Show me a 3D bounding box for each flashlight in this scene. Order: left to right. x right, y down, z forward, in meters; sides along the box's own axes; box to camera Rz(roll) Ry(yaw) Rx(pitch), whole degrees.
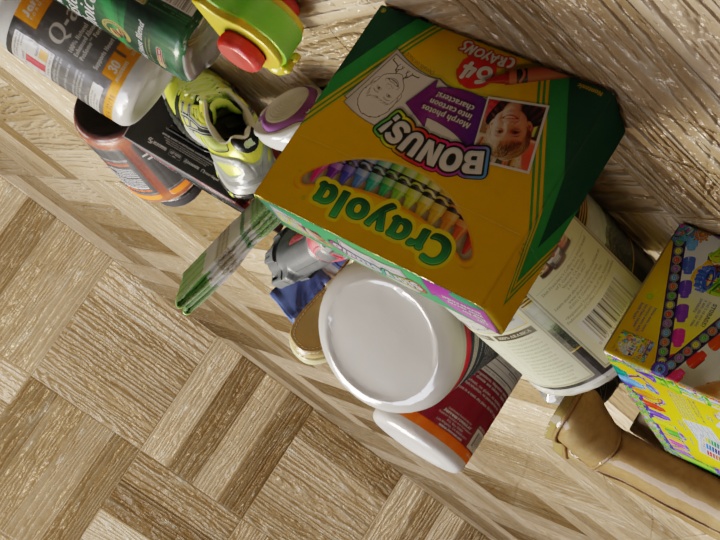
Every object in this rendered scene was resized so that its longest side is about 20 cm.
[{"bbox_3d":[-0.036,-0.033,1.256,0.068,0.068,0.200,72,160,1],"label":"flashlight"}]

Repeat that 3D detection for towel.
[{"bbox_3d":[-0.104,-0.043,1.344,0.031,0.200,0.149,44,-174,-10],"label":"towel"}]

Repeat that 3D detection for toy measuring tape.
[{"bbox_3d":[-0.096,-0.213,1.061,0.073,0.074,0.200,25,166,35],"label":"toy measuring tape"}]

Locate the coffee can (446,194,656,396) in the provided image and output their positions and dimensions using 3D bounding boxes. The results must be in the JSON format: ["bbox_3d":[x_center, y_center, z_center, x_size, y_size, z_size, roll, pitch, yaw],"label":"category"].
[{"bbox_3d":[0.125,-0.013,1.073,0.200,0.147,0.146,41,166,-30],"label":"coffee can"}]

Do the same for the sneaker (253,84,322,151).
[{"bbox_3d":[-0.024,-0.110,1.223,0.200,0.075,0.100,20,149,50],"label":"sneaker"}]

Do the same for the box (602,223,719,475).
[{"bbox_3d":[0.319,0.091,1.033,0.192,0.122,0.200,25,164,37],"label":"box"}]

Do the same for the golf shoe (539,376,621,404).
[{"bbox_3d":[0.212,0.087,1.372,0.078,0.095,0.200,23,163,44],"label":"golf shoe"}]

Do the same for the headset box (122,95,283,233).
[{"bbox_3d":[-0.155,-0.123,1.474,0.149,0.077,0.200,30,179,14],"label":"headset box"}]

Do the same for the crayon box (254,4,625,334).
[{"bbox_3d":[0.054,-0.076,0.952,0.200,0.173,0.058,26,166,29],"label":"crayon box"}]

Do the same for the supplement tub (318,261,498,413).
[{"bbox_3d":[0.067,0.032,1.218,0.140,0.141,0.200,29,-151,21],"label":"supplement tub"}]

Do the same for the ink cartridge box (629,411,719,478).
[{"bbox_3d":[0.370,0.164,1.301,0.200,0.075,0.165,31,169,11],"label":"ink cartridge box"}]

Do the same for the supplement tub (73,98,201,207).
[{"bbox_3d":[-0.256,-0.151,1.628,0.107,0.107,0.200,27,166,27],"label":"supplement tub"}]

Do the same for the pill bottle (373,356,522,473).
[{"bbox_3d":[0.110,0.103,1.438,0.113,0.200,0.113,32,168,8],"label":"pill bottle"}]

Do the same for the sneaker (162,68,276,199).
[{"bbox_3d":[-0.138,-0.158,1.342,0.200,0.075,0.077,49,157,36],"label":"sneaker"}]

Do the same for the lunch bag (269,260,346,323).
[{"bbox_3d":[-0.004,0.034,1.643,0.200,0.132,0.136,39,-177,-27],"label":"lunch bag"}]

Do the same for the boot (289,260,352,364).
[{"bbox_3d":[0.000,0.000,1.344,0.073,0.200,0.156,50,173,21],"label":"boot"}]

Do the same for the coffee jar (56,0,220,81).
[{"bbox_3d":[-0.208,-0.251,1.163,0.200,0.085,0.104,33,168,7],"label":"coffee jar"}]

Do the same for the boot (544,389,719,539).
[{"bbox_3d":[0.283,0.186,1.308,0.200,0.066,0.175,28,171,20],"label":"boot"}]

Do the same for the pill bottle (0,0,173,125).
[{"bbox_3d":[-0.278,-0.239,1.318,0.200,0.117,0.116,33,168,0],"label":"pill bottle"}]
